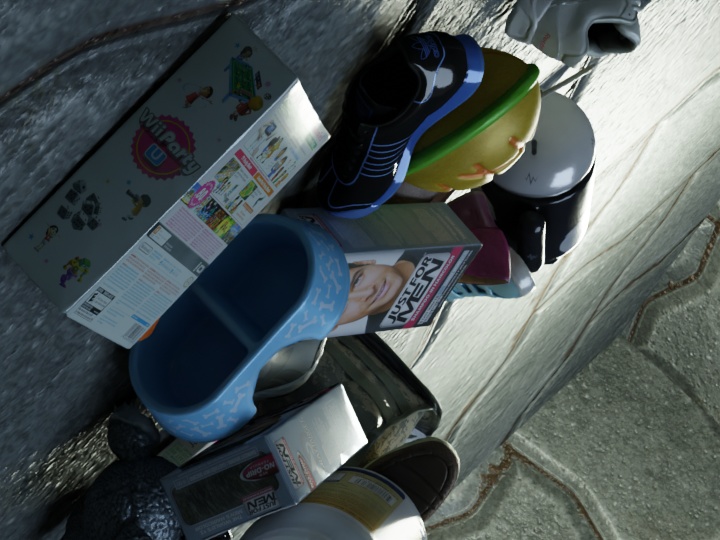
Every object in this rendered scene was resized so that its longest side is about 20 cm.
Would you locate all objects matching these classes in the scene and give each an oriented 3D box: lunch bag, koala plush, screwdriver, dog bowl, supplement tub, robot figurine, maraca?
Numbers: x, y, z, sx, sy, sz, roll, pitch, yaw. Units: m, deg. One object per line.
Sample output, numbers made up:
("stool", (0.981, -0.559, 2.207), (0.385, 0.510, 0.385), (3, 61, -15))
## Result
("lunch bag", (-0.018, 0.112, 1.734), (0.118, 0.164, 0.200), (-51, 165, 23))
("koala plush", (-0.181, 0.217, 1.545), (0.200, 0.182, 0.179), (80, 11, -66))
("screwdriver", (0.147, -0.146, 1.653), (0.200, 0.028, 0.029), (-21, -139, 57))
("dog bowl", (-0.098, 0.040, 1.403), (0.200, 0.111, 0.050), (-48, 154, 2))
("supplement tub", (-0.030, 0.256, 1.538), (0.145, 0.144, 0.200), (-50, 173, 15))
("robot figurine", (0.166, -0.088, 1.795), (0.124, 0.150, 0.201), (-32, 149, -20))
("maraca", (0.067, -0.115, 1.488), (0.199, 0.107, 0.137), (-25, -168, 46))

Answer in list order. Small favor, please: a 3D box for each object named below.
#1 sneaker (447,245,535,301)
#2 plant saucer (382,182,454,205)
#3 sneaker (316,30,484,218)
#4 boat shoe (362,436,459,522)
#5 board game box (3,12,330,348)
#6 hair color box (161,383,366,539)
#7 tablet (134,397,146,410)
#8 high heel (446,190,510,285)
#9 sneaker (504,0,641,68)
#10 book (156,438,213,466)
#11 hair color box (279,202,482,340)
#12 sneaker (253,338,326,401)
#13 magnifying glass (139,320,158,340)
("sneaker", (0.094, 0.008, 1.801), (0.082, 0.074, 0.200), (-45, -154, -17))
("plant saucer", (0.041, -0.057, 1.655), (0.200, 0.037, 0.200), (-44, 176, -4))
("sneaker", (0.010, -0.113, 1.403), (0.078, 0.070, 0.200), (-2, 143, -42))
("boat shoe", (0.014, 0.213, 1.668), (0.200, 0.072, 0.076), (-38, 180, 20))
("board game box", (-0.117, -0.051, 1.157), (0.200, 0.064, 0.148), (-45, 168, -3))
("hair color box", (-0.075, 0.156, 1.496), (0.098, 0.061, 0.200), (-24, -178, 18))
("tablet", (-0.109, 0.036, 1.558), (0.200, 0.014, 0.130), (-52, 167, 22))
("high heel", (0.055, 0.011, 1.746), (0.200, 0.097, 0.067), (-36, 147, 32))
("sneaker", (0.218, -0.235, 1.609), (0.200, 0.099, 0.078), (-40, 166, -30))
("book", (-0.169, 0.197, 1.778), (0.200, 0.048, 0.134), (-39, 163, -36))
("hair color box", (0.000, 0.000, 1.529), (0.199, 0.061, 0.099), (-4, 135, -46))
("sneaker", (-0.088, 0.068, 1.535), (0.200, 0.074, 0.080), (-34, 157, -47))
("magnifying glass", (-0.130, -0.020, 1.312), (0.079, 0.022, 0.201), (-34, 160, -46))
